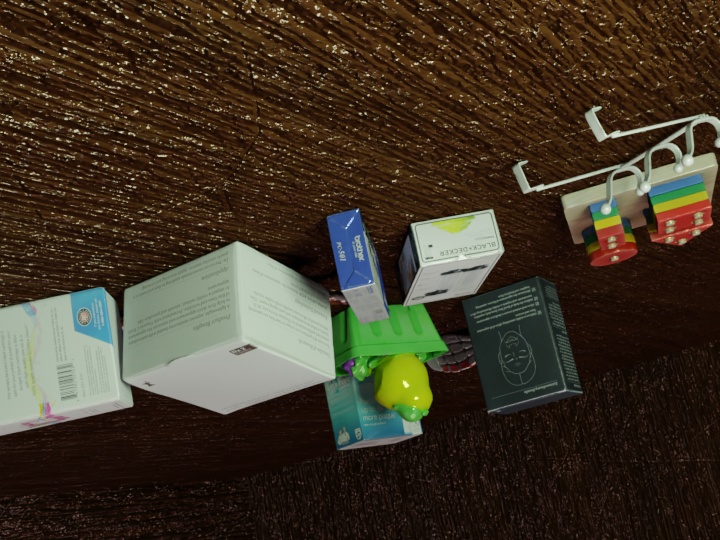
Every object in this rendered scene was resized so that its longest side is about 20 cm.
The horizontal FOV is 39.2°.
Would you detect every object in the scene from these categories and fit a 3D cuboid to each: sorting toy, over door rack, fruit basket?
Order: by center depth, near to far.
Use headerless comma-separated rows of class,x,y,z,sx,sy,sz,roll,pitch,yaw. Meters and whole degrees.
over door rack,0.292,-0.119,1.133,0.198,0.068,0.148,-3,161,-31
sorting toy,0.384,-0.070,1.368,0.197,0.071,0.199,-16,164,13
fruit basket,0.047,0.162,1.678,0.213,0.219,0.155,-1,161,-35

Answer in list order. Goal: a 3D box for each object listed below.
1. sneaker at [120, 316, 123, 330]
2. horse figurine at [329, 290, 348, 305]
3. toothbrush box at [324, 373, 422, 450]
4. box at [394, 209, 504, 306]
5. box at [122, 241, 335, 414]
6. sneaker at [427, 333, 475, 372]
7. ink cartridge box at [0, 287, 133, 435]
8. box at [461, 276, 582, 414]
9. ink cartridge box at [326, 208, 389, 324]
sneaker,-0.304,0.095,1.435,0.197,0.077,0.092,2,168,-19
horse figurine,-0.115,0.051,1.447,0.131,0.051,0.199,10,151,-40
toothbrush box,0.016,0.210,1.819,0.145,0.203,0.085,3,158,-40
box,0.116,-0.014,1.376,0.115,0.061,0.200,-10,165,-6
box,-0.167,0.081,1.297,0.197,0.132,0.199,-20,151,28
sneaker,0.229,0.157,2.041,0.198,0.078,0.082,-16,170,17
ink cartridge box,-0.402,0.118,1.278,0.197,0.147,0.085,-11,166,-4
box,0.280,0.132,1.748,0.147,0.203,0.107,-18,163,24
ink cartridge box,0.000,0.000,1.272,0.044,0.095,0.200,-13,165,3
